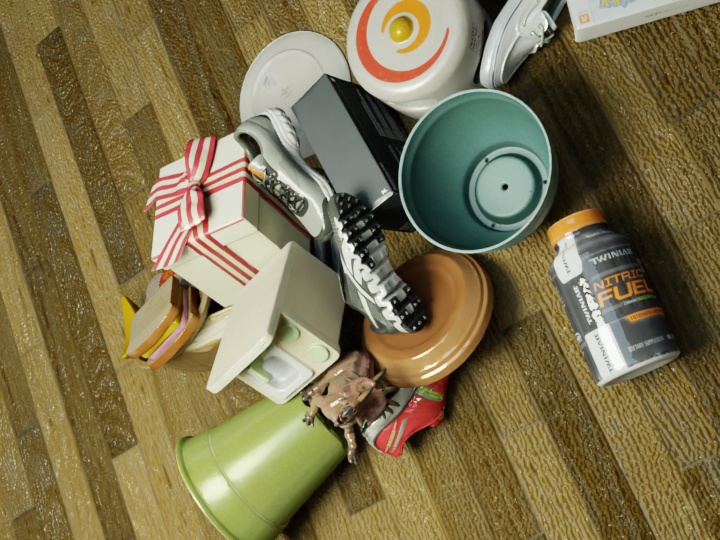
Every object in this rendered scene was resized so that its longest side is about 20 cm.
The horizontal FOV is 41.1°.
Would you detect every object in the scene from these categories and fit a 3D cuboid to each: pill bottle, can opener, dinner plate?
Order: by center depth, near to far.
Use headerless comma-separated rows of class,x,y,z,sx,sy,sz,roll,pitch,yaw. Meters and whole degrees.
pill bottle,0.293,0.028,1.148,0.106,0.106,0.201,-28,72,23
can opener,-0.051,-0.046,1.367,0.053,0.067,0.202,-12,78,28
dinner plate,-0.105,-0.266,1.450,0.199,0.024,0.202,-5,81,29

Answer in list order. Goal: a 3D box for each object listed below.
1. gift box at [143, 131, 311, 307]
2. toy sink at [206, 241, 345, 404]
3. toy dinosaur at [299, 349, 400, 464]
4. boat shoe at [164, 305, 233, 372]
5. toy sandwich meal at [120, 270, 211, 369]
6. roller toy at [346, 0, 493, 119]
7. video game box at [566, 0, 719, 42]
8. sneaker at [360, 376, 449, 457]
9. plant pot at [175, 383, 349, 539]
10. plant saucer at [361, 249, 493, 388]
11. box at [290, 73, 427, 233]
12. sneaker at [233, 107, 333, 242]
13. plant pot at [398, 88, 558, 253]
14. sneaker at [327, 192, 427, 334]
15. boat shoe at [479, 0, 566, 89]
gift box,-0.196,-0.065,1.353,0.199,0.187,0.185,-24,50,21
toy sink,-0.100,0.085,1.247,0.130,0.112,0.201,-43,21,30
toy dinosaur,-0.009,0.146,1.217,0.136,0.085,0.201,-55,24,32
boat shoe,-0.223,0.099,1.448,0.199,0.074,0.070,-20,51,33
toy sandwich meal,-0.302,0.060,1.447,0.205,0.070,0.206,-30,43,32
roller toy,0.081,-0.306,1.285,0.200,0.140,0.183,-40,68,18
video game box,0.342,-0.397,1.184,0.199,0.047,0.184,-14,79,12
sneaker,0.088,0.162,1.272,0.085,0.077,0.200,42,92,-12
plant pot,-0.116,0.250,1.316,0.190,0.200,0.200,-40,67,5
plant saucer,0.078,0.055,1.253,0.199,0.037,0.201,-23,47,28
box,0.012,-0.156,1.301,0.079,0.141,0.201,-38,67,25
sneaker,-0.100,-0.119,1.272,0.201,0.079,0.074,57,144,11
plant pot,0.166,-0.114,1.218,0.199,0.134,0.202,-4,82,29
sneaker,0.000,0.000,1.214,0.090,0.066,0.201,-23,100,44
boat shoe,0.223,-0.324,1.247,0.067,0.073,0.201,27,96,27
